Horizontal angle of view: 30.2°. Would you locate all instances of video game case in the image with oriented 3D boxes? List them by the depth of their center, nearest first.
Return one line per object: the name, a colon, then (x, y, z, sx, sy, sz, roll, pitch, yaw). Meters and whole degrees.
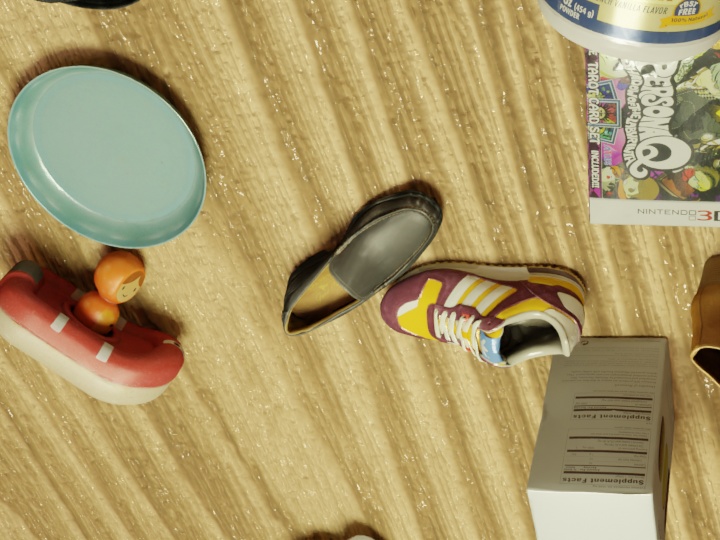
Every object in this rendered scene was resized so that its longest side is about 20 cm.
video game case: (0.273, -0.124, 1.081, 0.179, 0.036, 0.202, 2, 128, 14)

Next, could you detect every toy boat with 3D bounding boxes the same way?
toy boat: (-0.260, 0.040, 1.342, 0.199, 0.131, 0.131, 34, 100, -11)

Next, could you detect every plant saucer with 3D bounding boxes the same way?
plant saucer: (-0.235, -0.110, 1.259, 0.198, 0.028, 0.202, 9, 130, 10)

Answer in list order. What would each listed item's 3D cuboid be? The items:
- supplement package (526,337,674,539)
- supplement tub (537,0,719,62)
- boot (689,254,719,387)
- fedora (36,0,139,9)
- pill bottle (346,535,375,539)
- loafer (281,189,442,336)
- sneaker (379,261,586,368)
supplement package: (0.224, 0.168, 1.219, 0.108, 0.201, 0.115, -1, 128, 18)
supplement tub: (0.205, -0.263, 0.922, 0.143, 0.145, 0.202, 12, 130, 8)
boot: (0.371, 0.074, 1.136, 0.199, 0.145, 0.071, 23, 132, -2)
fedora: (-0.257, -0.282, 1.085, 0.198, 0.092, 0.202, 8, 129, 10)
pill bottle: (-0.053, 0.379, 1.531, 0.112, 0.112, 0.200, 41, 128, -16)
loafer: (0.000, 0.000, 1.241, 0.073, 0.073, 0.200, 39, 128, -13)
sneaker: (0.106, 0.045, 1.231, 0.198, 0.090, 0.075, -5, 126, 20)
